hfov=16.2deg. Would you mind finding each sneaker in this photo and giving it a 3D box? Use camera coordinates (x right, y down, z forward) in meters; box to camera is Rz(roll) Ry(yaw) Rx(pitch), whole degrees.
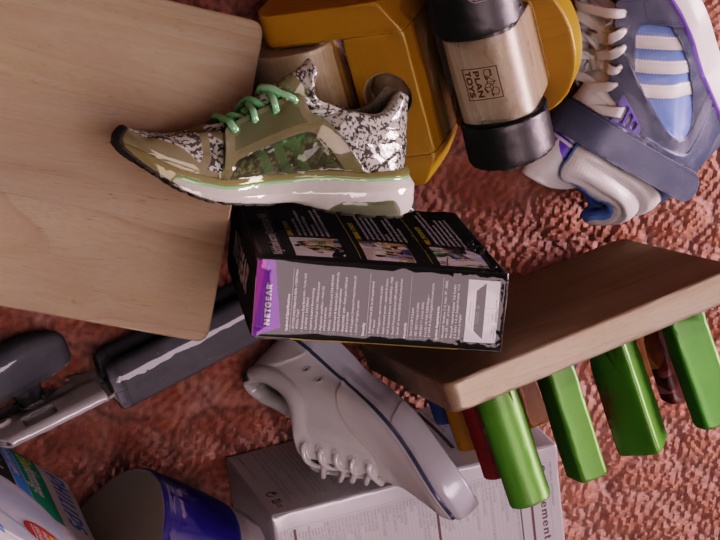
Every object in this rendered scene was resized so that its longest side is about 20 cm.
[{"bbox_3d":[0.158,-0.122,1.658,0.146,0.081,0.200,-38,122,-11],"label":"sneaker"},{"bbox_3d":[-0.054,-0.086,1.513,0.199,0.077,0.089,4,101,-28],"label":"sneaker"},{"bbox_3d":[-0.002,0.108,1.615,0.071,0.200,0.073,-42,135,-8],"label":"sneaker"}]

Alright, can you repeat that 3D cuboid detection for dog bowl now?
[{"bbox_3d":[-0.145,0.229,1.596,0.079,0.200,0.201,29,95,-23],"label":"dog bowl"}]

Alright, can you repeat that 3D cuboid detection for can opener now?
[{"bbox_3d":[-0.155,0.050,1.616,0.199,0.053,0.067,-27,115,-11],"label":"can opener"}]

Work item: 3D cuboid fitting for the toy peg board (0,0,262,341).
[{"bbox_3d":[-0.184,-0.073,1.557,0.199,0.098,0.200,11,87,-24],"label":"toy peg board"}]

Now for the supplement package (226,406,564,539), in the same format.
[{"bbox_3d":[0.026,0.169,1.689,0.199,0.110,0.114,-13,111,-16],"label":"supplement package"}]

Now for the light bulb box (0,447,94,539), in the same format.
[{"bbox_3d":[-0.266,0.167,1.532,0.200,0.198,0.125,34,94,-27],"label":"light bulb box"}]

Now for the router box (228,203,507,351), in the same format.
[{"bbox_3d":[0.000,0.000,1.553,0.148,0.200,0.051,4,101,-7],"label":"router box"}]

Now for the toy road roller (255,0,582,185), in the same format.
[{"bbox_3d":[0.043,-0.137,1.608,0.199,0.146,0.123,-6,115,22],"label":"toy road roller"}]

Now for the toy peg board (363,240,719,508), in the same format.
[{"bbox_3d":[0.130,0.068,1.628,0.199,0.199,0.098,-21,100,-13],"label":"toy peg board"}]

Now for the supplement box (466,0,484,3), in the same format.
[{"bbox_3d":[0.085,-0.239,1.529,0.130,0.200,0.104,-11,111,-17],"label":"supplement box"}]
